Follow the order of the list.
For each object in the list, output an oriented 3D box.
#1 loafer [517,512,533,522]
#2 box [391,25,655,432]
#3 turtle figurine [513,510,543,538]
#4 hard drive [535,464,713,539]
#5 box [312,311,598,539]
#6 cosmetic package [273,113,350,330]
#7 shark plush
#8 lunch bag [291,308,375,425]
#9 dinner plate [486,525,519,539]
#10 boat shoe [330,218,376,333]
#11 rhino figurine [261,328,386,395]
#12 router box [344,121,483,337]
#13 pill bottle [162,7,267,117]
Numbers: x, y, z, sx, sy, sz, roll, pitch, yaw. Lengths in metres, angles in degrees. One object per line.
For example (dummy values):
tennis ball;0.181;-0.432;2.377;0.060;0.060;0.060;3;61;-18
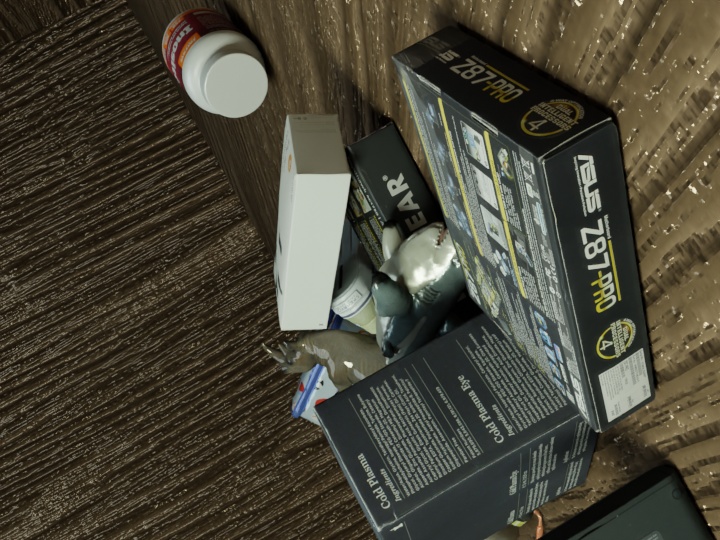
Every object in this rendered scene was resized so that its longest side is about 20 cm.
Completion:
loafer;0.102;0.158;0.875;0.200;0.071;0.073;44;158;-17
box;0.096;-0.024;0.530;0.161;0.049;0.200;48;165;52
turtle figurine;0.142;0.240;1.069;0.200;0.064;0.161;63;173;-18
hard drive;0.184;0.246;0.567;0.200;0.139;0.033;61;171;0
box;0.079;0.137;0.704;0.104;0.182;0.200;57;170;29
cosmetic package;-0.049;-0.039;0.833;0.200;0.050;0.083;100;162;-46
shark plush;0.054;0.052;0.743;0.091;0.083;0.201;-71;-17;-66
lunch bag;-0.020;0.090;1.133;0.200;0.075;0.161;-74;5;-59
dinner plate;0.123;0.268;1.149;0.200;0.024;0.200;32;-168;-8
boat shoe;0.000;0.000;0.973;0.062;0.072;0.200;48;-156;-21
rhino figurine;-0.007;0.096;0.926;0.060;0.199;0.088;-64;-18;-44
router box;0.041;-0.026;0.843;0.200;0.051;0.149;62;170;-4
pill bottle;-0.196;-0.281;1.236;0.200;0.113;0.113;49;166;53
